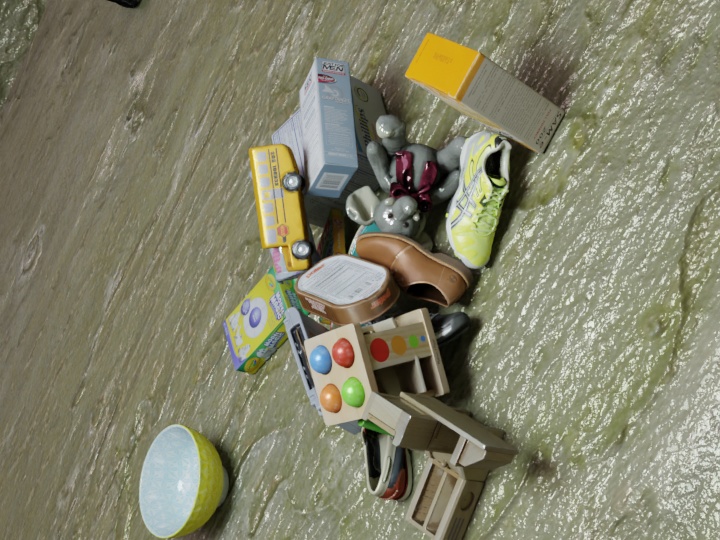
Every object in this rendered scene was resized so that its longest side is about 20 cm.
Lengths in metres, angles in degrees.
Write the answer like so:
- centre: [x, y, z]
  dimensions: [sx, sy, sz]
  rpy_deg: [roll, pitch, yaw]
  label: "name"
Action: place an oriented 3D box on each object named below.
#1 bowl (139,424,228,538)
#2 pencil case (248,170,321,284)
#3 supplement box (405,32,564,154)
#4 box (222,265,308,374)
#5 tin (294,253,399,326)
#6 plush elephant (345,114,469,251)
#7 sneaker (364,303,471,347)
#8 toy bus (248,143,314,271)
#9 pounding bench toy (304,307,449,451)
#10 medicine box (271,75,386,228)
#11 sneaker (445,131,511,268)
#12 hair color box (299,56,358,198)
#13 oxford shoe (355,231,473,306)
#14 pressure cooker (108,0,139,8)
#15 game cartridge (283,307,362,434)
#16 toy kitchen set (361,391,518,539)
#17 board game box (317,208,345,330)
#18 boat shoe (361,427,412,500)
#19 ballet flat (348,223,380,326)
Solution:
- centre: [-0.304, 0.387, 1.819]
  dimensions: [0.199, 0.107, 0.202]
  rpy_deg: [-21, 61, 43]
  label: "bowl"
- centre: [-0.124, -0.082, 1.670]
  dimensions: [0.091, 0.083, 0.201]
  rpy_deg: [-99, -6, -87]
  label: "pencil case"
- centre: [0.178, -0.250, 1.426]
  dimensions: [0.126, 0.199, 0.074]
  rpy_deg: [37, 101, 50]
  label: "supplement box"
- centre: [-0.169, 0.083, 1.824]
  dimensions: [0.200, 0.048, 0.118]
  rpy_deg: [-46, 47, 26]
  label: "box"
- centre: [-0.023, 0.026, 1.501]
  dimensions: [0.112, 0.042, 0.200]
  rpy_deg: [-33, 27, -24]
  label: "tin"
- centre: [0.070, -0.118, 1.540]
  dimensions: [0.200, 0.164, 0.156]
  rpy_deg: [125, 162, -63]
  label: "plush elephant"
- centre: [0.068, 0.076, 1.504]
  dimensions: [0.200, 0.075, 0.116]
  rpy_deg: [-32, 77, 38]
  label: "sneaker"
- centre: [-0.123, -0.098, 1.592]
  dimensions: [0.065, 0.078, 0.202]
  rpy_deg: [-41, -56, -87]
  label: "toy bus"
- centre: [0.025, 0.173, 1.406]
  dimensions: [0.124, 0.155, 0.201]
  rpy_deg: [-23, 80, 50]
  label: "pounding bench toy"
- centre: [-0.047, -0.205, 1.745]
  dimensions: [0.200, 0.103, 0.183]
  rpy_deg: [-37, 51, 34]
  label: "medicine box"
- centre: [0.174, -0.102, 1.450]
  dimensions: [0.076, 0.075, 0.202]
  rpy_deg: [-170, 83, -68]
  label: "sneaker"
- centre: [-0.053, -0.229, 1.609]
  dimensions: [0.099, 0.060, 0.201]
  rpy_deg: [128, 141, -57]
  label: "hair color box"
- centre: [0.066, -0.002, 1.506]
  dimensions: [0.199, 0.072, 0.071]
  rpy_deg: [22, 59, 29]
  label: "oxford shoe"
- centre: [-0.628, -0.798, 2.578]
  dimensions: [0.176, 0.178, 0.201]
  rpy_deg: [22, 94, 53]
  label: "pressure cooker"
- centre: [-0.052, 0.159, 1.590]
  dimensions: [0.041, 0.133, 0.201]
  rpy_deg: [-39, 48, 18]
  label: "game cartridge"
- centre: [0.103, 0.279, 1.316]
  dimensions: [0.163, 0.199, 0.182]
  rpy_deg: [26, 96, 46]
  label: "toy kitchen set"
- centre: [-0.048, -0.002, 1.670]
  dimensions: [0.201, 0.030, 0.096]
  rpy_deg: [-97, 22, -45]
  label: "board game box"
- centre: [0.032, 0.248, 1.518]
  dimensions: [0.071, 0.062, 0.201]
  rpy_deg: [-33, 52, 40]
  label: "boat shoe"
- centre: [0.000, 0.000, 1.651]
  dimensions: [0.069, 0.069, 0.201]
  rpy_deg: [19, 92, 50]
  label: "ballet flat"
